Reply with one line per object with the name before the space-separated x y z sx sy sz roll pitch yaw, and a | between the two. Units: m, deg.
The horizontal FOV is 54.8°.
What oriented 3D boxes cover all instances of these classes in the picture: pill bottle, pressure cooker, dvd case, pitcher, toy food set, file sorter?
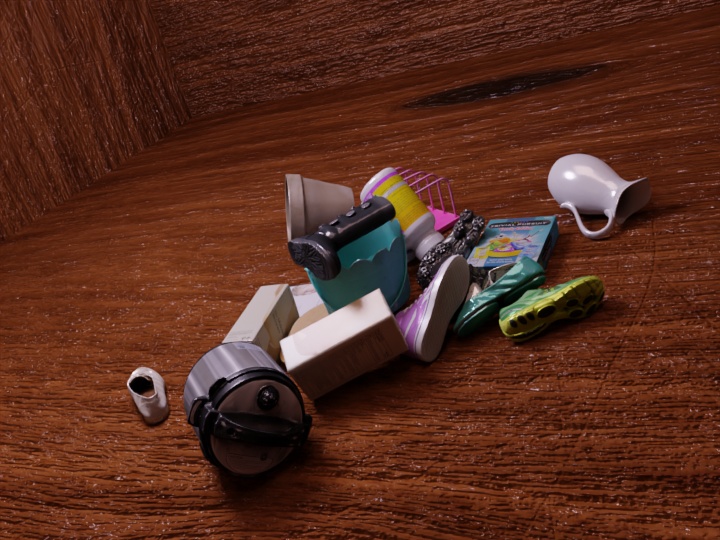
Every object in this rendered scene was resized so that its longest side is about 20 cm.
pill bottle | 0.095 -0.119 1.524 0.104 0.201 0.105 -38 -13 -10
pressure cooker | -0.182 0.220 1.093 0.174 0.182 0.199 -30 25 -18
dvd case | -0.148 0.073 1.543 0.195 0.018 0.144 -9 28 19
pitcher | 0.484 -0.157 1.478 0.171 0.122 0.199 -42 43 -13
toy food set | -0.051 0.121 1.353 0.194 0.050 0.200 -1 30 31
file sorter | 0.123 -0.166 1.702 0.137 0.128 0.199 -29 28 -23

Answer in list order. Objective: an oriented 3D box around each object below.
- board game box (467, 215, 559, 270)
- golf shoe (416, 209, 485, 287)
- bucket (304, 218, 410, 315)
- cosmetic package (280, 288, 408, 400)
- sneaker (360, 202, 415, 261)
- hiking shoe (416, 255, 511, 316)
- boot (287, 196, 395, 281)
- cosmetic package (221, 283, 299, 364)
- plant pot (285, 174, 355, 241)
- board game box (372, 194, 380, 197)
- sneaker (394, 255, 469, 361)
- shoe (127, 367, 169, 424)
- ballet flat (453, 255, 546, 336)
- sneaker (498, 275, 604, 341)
board game box | 0.313 -0.043 1.429 0.148 0.048 0.201 -2 31 30
golf shoe | 0.194 -0.030 1.472 0.077 0.095 0.200 40 78 15
bucket | 0.000 0.000 1.340 0.202 0.137 0.209 -15 26 8
cosmetic package | -0.027 0.129 1.194 0.196 0.106 0.072 -27 45 1
sneaker | 0.054 -0.108 1.611 0.079 0.149 0.200 -23 26 -11
hiking shoe | 0.207 0.019 1.307 0.195 0.103 0.076 -20 19 0
boot | -0.015 -0.064 1.254 0.197 0.067 0.164 -26 29 -23
cosmetic package | -0.190 0.124 1.378 0.069 0.107 0.201 -6 30 20
plant pot | -0.103 -0.146 1.773 0.168 0.205 0.201 -3 24 -8
board game box | 0.003 -0.053 1.497 0.023 0.204 0.105 20 37 11
sneaker | 0.117 0.059 1.264 0.113 0.072 0.204 8 65 54
shoe | -0.422 0.232 1.376 0.069 0.054 0.199 -27 27 -18
ballet flat | 0.239 0.041 1.256 0.198 0.068 0.071 -33 59 -1
sneaker | 0.329 0.052 1.205 0.195 0.075 0.084 -20 30 -3
